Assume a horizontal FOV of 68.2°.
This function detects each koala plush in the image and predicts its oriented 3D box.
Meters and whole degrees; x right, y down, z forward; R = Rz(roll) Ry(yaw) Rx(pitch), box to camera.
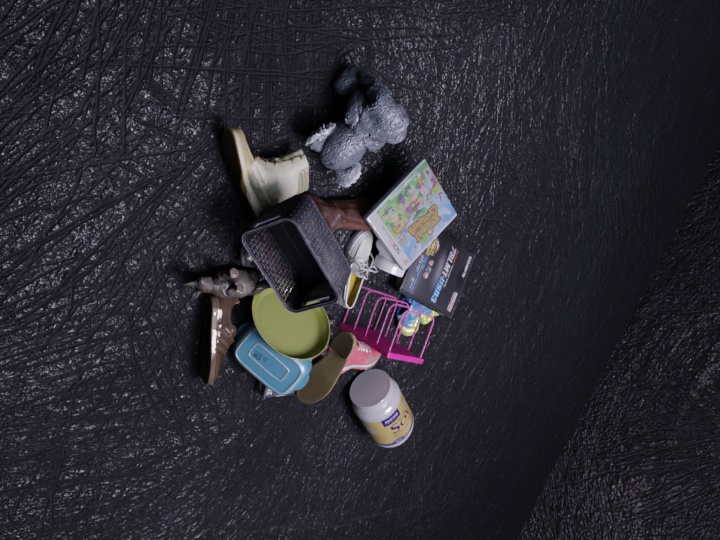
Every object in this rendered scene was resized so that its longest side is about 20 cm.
[{"bbox_3d":[-0.014,-0.292,1.128,0.200,0.184,0.178,-42,132,-2],"label":"koala plush"}]

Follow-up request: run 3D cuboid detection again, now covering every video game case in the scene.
[{"bbox_3d":[0.123,-0.130,1.263,0.200,0.022,0.183,-46,124,-10],"label":"video game case"}]

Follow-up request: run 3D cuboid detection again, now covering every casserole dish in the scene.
[{"bbox_3d":[-0.201,0.198,1.186,0.200,0.039,0.121,42,103,-5],"label":"casserole dish"}]

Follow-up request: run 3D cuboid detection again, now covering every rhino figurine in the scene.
[{"bbox_3d":[-0.271,0.027,1.085,0.198,0.087,0.061,-3,83,-46],"label":"rhino figurine"}]

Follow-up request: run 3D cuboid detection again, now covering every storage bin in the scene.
[{"bbox_3d":[-0.122,-0.030,1.052,0.202,0.133,0.094,60,32,-26],"label":"storage bin"}]

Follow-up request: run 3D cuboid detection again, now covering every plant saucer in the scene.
[{"bbox_3d":[-0.158,0.113,1.189,0.198,0.203,0.031,4,145,-42],"label":"plant saucer"}]

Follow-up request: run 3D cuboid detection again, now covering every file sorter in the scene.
[{"bbox_3d":[0.069,0.133,1.361,0.138,0.199,0.127,18,95,-43],"label":"file sorter"}]

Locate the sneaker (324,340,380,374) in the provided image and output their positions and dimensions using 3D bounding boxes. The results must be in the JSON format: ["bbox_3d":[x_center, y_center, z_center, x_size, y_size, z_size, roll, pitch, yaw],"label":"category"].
[{"bbox_3d":[-0.014,0.215,1.397,0.198,0.074,0.088,-12,133,-36],"label":"sneaker"}]

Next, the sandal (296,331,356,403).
[{"bbox_3d":[-0.070,0.239,1.306,0.213,0.077,0.069,-54,160,11],"label":"sandal"}]

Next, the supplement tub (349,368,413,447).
[{"bbox_3d":[0.059,0.389,1.504,0.145,0.145,0.202,-41,131,-18],"label":"supplement tub"}]

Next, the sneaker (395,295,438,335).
[{"bbox_3d":[0.178,0.094,1.521,0.200,0.075,0.106,-44,131,-16],"label":"sneaker"}]

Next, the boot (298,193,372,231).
[{"bbox_3d":[-0.032,-0.095,1.198,0.198,0.189,0.064,1,149,-41],"label":"boot"}]

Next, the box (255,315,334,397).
[{"bbox_3d":[-0.158,0.205,1.300,0.159,0.049,0.204,4,106,-43],"label":"box"}]

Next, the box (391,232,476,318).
[{"bbox_3d":[0.207,0.001,1.472,0.197,0.049,0.203,28,82,-27],"label":"box"}]

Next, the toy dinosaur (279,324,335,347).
[{"bbox_3d":[-0.136,0.183,1.248,0.198,0.047,0.090,22,86,-46],"label":"toy dinosaur"}]

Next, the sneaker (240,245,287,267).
[{"bbox_3d":[-0.165,-0.053,1.152,0.198,0.082,0.076,-21,122,-32],"label":"sneaker"}]

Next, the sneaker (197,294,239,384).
[{"bbox_3d":[-0.298,0.149,1.138,0.075,0.070,0.204,-4,113,-40],"label":"sneaker"}]

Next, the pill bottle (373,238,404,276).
[{"bbox_3d":[0.106,-0.093,1.346,0.111,0.112,0.203,16,98,-43],"label":"pill bottle"}]

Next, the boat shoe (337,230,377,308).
[{"bbox_3d":[-0.004,0.000,1.313,0.074,0.086,0.205,18,98,-43],"label":"boat shoe"}]

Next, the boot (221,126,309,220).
[{"bbox_3d":[-0.184,-0.216,1.068,0.154,0.072,0.202,-33,135,-24],"label":"boot"}]
